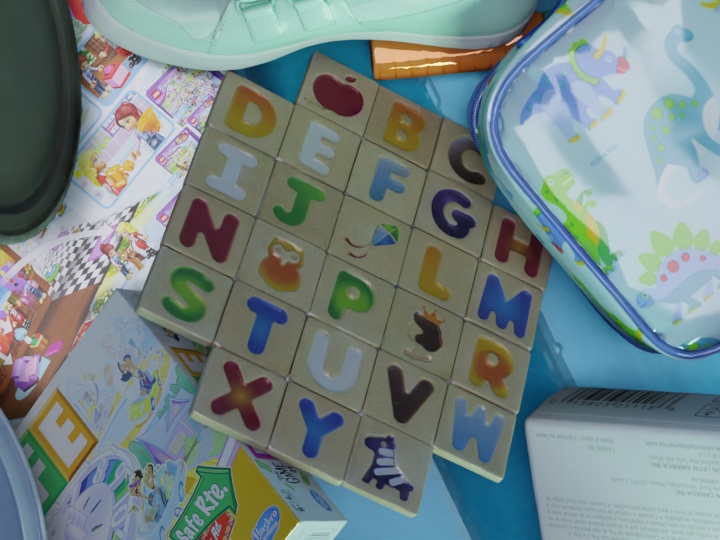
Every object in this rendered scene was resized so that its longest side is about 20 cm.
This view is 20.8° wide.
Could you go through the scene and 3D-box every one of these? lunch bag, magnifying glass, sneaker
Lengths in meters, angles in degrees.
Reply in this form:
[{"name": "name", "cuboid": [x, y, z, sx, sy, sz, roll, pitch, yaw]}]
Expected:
[{"name": "lunch bag", "cuboid": [0.155, -0.076, 0.837, 0.200, 0.082, 0.161, -42, 94, -2]}, {"name": "magnifying glass", "cuboid": [0.103, -0.107, 0.883, 0.198, 0.022, 0.081, -6, 91, -1]}, {"name": "sneaker", "cuboid": [-0.017, -0.144, 0.808, 0.198, 0.118, 0.074, -4, 65, -7]}]

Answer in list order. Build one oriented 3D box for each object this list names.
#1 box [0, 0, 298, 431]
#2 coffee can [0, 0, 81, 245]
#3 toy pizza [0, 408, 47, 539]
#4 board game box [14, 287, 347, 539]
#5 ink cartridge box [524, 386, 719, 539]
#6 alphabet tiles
[{"name": "box", "cuboid": [-0.141, -0.029, 0.865, 0.137, 0.039, 0.200, 40, 89, -2]}, {"name": "coffee can", "cuboid": [-0.231, -0.072, 0.778, 0.198, 0.146, 0.148, -7, 91, 19]}, {"name": "toy pizza", "cuboid": [-0.201, 0.126, 0.831, 0.199, 0.032, 0.202, -1, 88, 32]}, {"name": "board game box", "cuboid": [-0.109, 0.128, 0.810, 0.135, 0.034, 0.201, 47, 111, 29]}, {"name": "ink cartridge box", "cuboid": [0.160, 0.153, 0.838, 0.161, 0.050, 0.202, 1, 110, 39]}, {"name": "alphabet tiles", "cuboid": [0.000, 0.000, 0.819, 0.165, 0.006, 0.201, 26, 51, -11]}]
